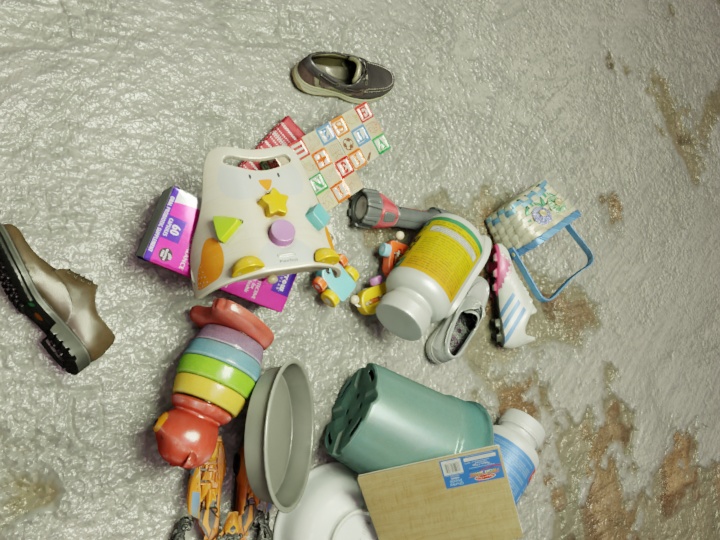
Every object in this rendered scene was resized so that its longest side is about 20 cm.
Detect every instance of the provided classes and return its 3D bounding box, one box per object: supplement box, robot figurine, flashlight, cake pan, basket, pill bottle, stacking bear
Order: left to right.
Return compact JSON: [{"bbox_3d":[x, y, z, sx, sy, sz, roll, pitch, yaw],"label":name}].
[{"bbox_3d":[-0.199,0.155,0.728,0.113,0.121,0.201,36,60,-28],"label":"stacking bear"},{"bbox_3d":[-0.192,-0.026,0.775,0.199,0.103,0.102,24,82,-27],"label":"supplement box"},{"bbox_3d":[-0.181,0.328,0.759,0.144,0.058,0.202,8,78,-29],"label":"robot figurine"},{"bbox_3d":[-0.108,0.223,0.765,0.036,0.200,0.202,-2,81,12],"label":"cake pan"},{"bbox_3d":[0.076,-0.097,0.979,0.199,0.068,0.068,5,71,-35],"label":"flashlight"},{"bbox_3d":[0.110,0.011,0.896,0.113,0.112,0.200,47,59,-16],"label":"pill bottle"},{"bbox_3d":[0.243,0.346,0.979,0.112,0.112,0.200,50,63,-14],"label":"pill bottle"},{"bbox_3d":[0.354,-0.058,1.091,0.176,0.139,0.201,-34,92,-30],"label":"basket"}]

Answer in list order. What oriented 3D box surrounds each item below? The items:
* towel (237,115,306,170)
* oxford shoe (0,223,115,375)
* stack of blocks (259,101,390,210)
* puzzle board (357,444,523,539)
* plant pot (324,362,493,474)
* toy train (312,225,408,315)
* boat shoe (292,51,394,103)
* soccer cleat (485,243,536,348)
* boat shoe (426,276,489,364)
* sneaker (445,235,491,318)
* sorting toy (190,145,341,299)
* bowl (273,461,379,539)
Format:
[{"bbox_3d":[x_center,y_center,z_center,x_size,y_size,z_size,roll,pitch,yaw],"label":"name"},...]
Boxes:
[{"bbox_3d":[-0.125,-0.131,0.885,0.145,0.022,0.201,46,65,-19],"label":"towel"},{"bbox_3d":[-0.380,0.024,0.690,0.084,0.072,0.201,-42,107,-44],"label":"oxford shoe"},{"bbox_3d":[-0.046,-0.171,0.890,0.200,0.058,0.116,-38,105,-28],"label":"stack of blocks"},{"bbox_3d":[0.111,0.324,0.773,0.198,0.017,0.152,-16,105,8],"label":"puzzle board"},{"bbox_3d":[0.064,0.250,0.851,0.195,0.200,0.201,32,68,-14],"label":"plant pot"},{"bbox_3d":[0.000,0.000,0.924,0.199,0.055,0.152,10,76,-32],"label":"toy train"},{"bbox_3d":[-0.017,-0.335,0.955,0.198,0.065,0.073,-4,83,-32],"label":"boat shoe"},{"bbox_3d":[0.291,0.048,1.069,0.085,0.070,0.202,-4,92,-2],"label":"soccer cleat"},{"bbox_3d":[0.191,0.084,1.012,0.200,0.068,0.072,-45,104,-31],"label":"boat shoe"},{"bbox_3d":[0.173,-0.011,1.016,0.084,0.073,0.200,37,54,0],"label":"sneaker"},{"bbox_3d":[-0.122,-0.075,0.714,0.198,0.107,0.182,-9,76,-27],"label":"sorting toy"},{"bbox_3d":[-0.021,0.395,0.827,0.199,0.090,0.203,5,81,-30],"label":"bowl"}]
